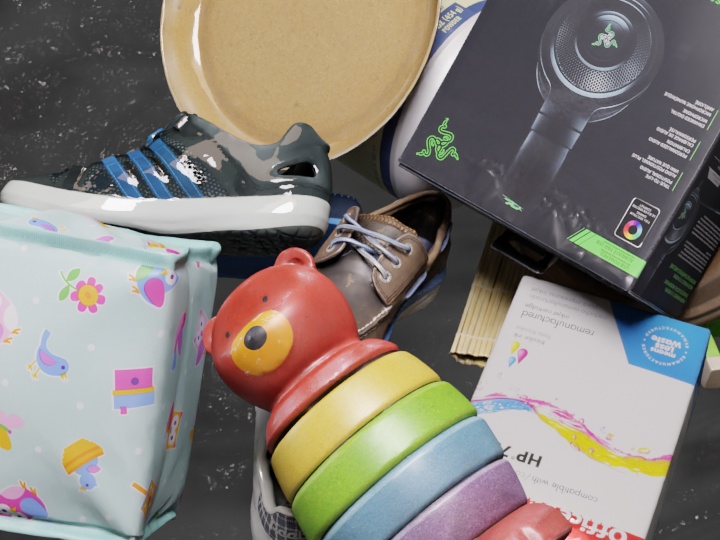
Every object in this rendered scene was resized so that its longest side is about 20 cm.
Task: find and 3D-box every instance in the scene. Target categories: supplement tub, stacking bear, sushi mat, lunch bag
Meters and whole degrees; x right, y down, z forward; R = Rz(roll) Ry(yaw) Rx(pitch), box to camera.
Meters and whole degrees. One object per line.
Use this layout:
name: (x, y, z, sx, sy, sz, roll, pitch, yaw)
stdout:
supplement tub: (0.008, -0.144, 1.009, 0.199, 0.146, 0.145, 34, 57, 26)
stacking bear: (0.000, 0.083, 0.743, 0.121, 0.114, 0.200, -43, 75, 16)
sushi mat: (0.128, -0.010, 0.978, 0.095, 0.012, 0.201, 13, 51, 11)
lunch bag: (-0.191, 0.050, 0.819, 0.198, 0.172, 0.122, 9, 6, 9)

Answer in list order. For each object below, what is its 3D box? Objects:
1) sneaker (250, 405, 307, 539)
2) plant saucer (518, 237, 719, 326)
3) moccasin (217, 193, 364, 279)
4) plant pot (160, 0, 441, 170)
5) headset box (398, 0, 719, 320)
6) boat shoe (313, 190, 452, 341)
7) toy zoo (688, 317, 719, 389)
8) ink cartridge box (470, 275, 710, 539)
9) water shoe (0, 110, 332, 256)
sneaker: (-0.027, 0.084, 0.857, 0.076, 0.081, 0.201, -3, 48, 1)
plant saucer: (0.179, -0.062, 0.921, 0.199, 0.029, 0.202, -6, 76, 27)
moccasin: (-0.096, -0.039, 0.962, 0.198, 0.081, 0.069, -1, 56, -1)
plant pot: (-0.035, -0.160, 0.936, 0.199, 0.027, 0.202, -4, 82, 28)
headset box: (0.143, -0.091, 0.877, 0.174, 0.093, 0.201, 32, 95, 31)
boat shoe: (0.000, 0.000, 0.881, 0.072, 0.073, 0.200, 24, 27, 12)
toy zoo: (0.249, -0.014, 0.965, 0.130, 0.021, 0.201, -5, 49, -11)
ink cartridge box: (0.111, 0.112, 0.831, 0.115, 0.067, 0.201, 16, 56, 15)
water shoe: (-0.114, -0.053, 0.901, 0.198, 0.072, 0.080, 3, 73, 6)
